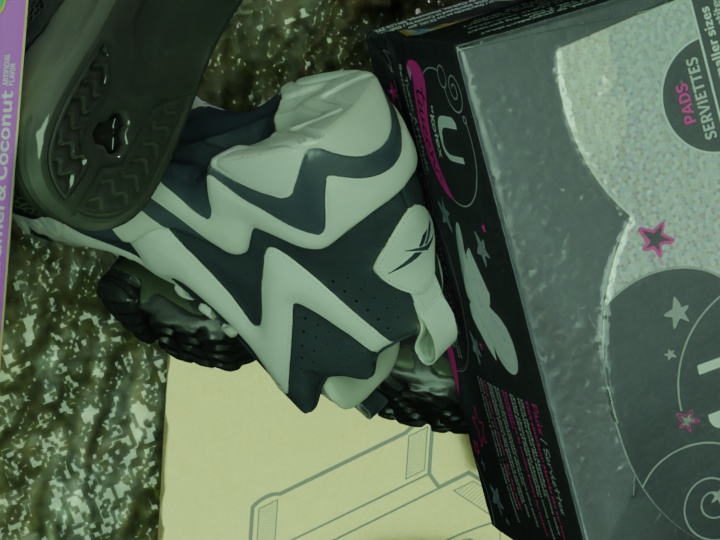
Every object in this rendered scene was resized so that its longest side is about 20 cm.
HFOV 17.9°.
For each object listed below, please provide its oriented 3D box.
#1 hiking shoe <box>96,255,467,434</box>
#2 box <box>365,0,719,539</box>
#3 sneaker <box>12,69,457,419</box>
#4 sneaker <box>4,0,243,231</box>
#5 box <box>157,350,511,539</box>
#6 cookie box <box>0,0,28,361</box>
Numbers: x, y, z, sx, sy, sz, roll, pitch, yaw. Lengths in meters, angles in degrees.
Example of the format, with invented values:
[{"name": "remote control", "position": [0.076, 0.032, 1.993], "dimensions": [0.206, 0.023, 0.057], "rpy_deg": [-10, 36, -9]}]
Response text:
[{"name": "hiking shoe", "position": [0.000, 0.000, 0.916], "dimensions": [0.200, 0.076, 0.101], "rpy_deg": [16, 76, 4]}, {"name": "box", "position": [0.100, -0.005, 0.818], "dimensions": [0.132, 0.115, 0.200], "rpy_deg": [-18, 103, -13]}, {"name": "sneaker", "position": [-0.042, 0.001, 0.849], "dimensions": [0.199, 0.079, 0.130], "rpy_deg": [-8, 118, 41]}, {"name": "sneaker", "position": [-0.088, -0.108, 0.813], "dimensions": [0.076, 0.114, 0.200], "rpy_deg": [39, 70, -39]}, {"name": "box", "position": [0.014, 0.114, 0.961], "dimensions": [0.200, 0.021, 0.164], "rpy_deg": [4, 94, -1]}, {"name": "cookie box", "position": [-0.205, -0.045, 0.779], "dimensions": [0.200, 0.075, 0.172], "rpy_deg": [12, 98, 43]}]
